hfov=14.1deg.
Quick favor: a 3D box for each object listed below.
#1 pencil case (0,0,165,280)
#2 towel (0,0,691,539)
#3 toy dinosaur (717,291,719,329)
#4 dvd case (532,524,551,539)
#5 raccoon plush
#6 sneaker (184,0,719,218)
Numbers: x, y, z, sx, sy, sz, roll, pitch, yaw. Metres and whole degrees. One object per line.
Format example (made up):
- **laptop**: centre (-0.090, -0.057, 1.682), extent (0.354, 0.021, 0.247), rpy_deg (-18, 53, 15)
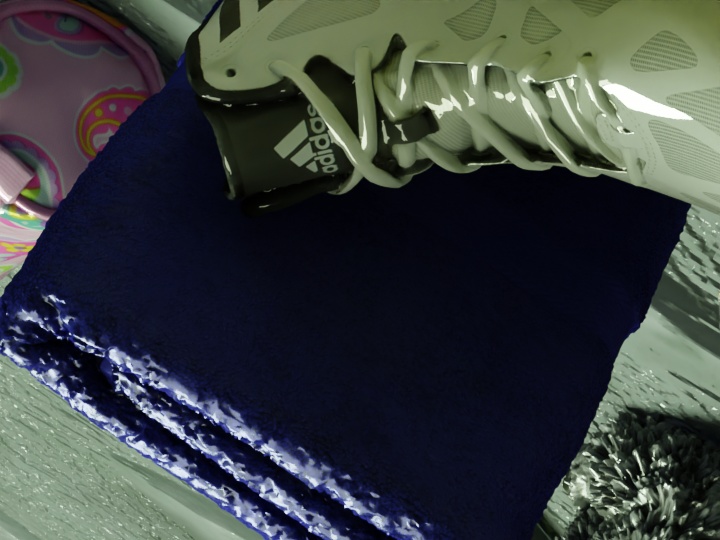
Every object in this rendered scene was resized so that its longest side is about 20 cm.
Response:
- **pencil case**: centre (-0.136, -0.037, 1.049), extent (0.087, 0.088, 0.200), rpy_deg (40, 157, -12)
- **towel**: centre (0.000, 0.000, 0.772), extent (0.147, 0.200, 0.050), rpy_deg (31, 127, 0)
- **toy dinosaur**: centre (0.149, 0.078, 0.768), extent (0.136, 0.201, 0.102), rpy_deg (27, 143, -35)
- **dvd case**: centre (-0.024, 0.066, 1.180), extent (0.200, 0.025, 0.150), rpy_deg (8, 145, 49)
- **raccoon plush**: centre (0.091, 0.118, 0.963), extent (0.097, 0.134, 0.200), rpy_deg (35, 159, 3)
- **sneaker**: centre (0.031, -0.033, 0.697), extent (0.200, 0.115, 0.076), rpy_deg (34, 151, 53)
